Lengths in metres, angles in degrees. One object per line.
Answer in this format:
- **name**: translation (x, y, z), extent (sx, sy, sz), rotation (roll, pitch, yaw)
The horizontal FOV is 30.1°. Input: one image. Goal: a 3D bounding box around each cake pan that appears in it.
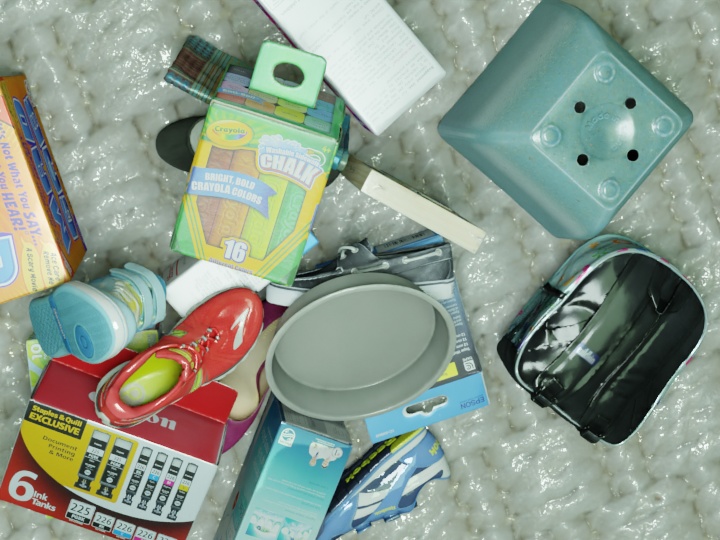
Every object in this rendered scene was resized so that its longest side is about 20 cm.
- **cake pan**: translation (-0.002, 0.076, 1.372), extent (0.199, 0.037, 0.201), rotation (-8, 135, -8)

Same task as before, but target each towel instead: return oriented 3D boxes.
- **towel**: translation (-0.099, -0.174, 1.372), extent (0.199, 0.147, 0.022), rotation (27, 112, -10)

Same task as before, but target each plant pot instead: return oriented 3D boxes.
- **plant pot**: translation (0.227, -0.152, 1.388), extent (0.196, 0.200, 0.197), rotation (40, 93, -11)

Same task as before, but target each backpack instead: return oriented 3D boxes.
- **backpack**: translation (0.268, 0.065, 1.454), extent (0.177, 0.151, 0.200), rotation (36, 101, -14)

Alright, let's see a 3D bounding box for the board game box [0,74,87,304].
- **board game box**: translation (-0.405, -0.067, 1.324), extent (0.199, 0.200, 0.201), rotation (-19, 101, -3)

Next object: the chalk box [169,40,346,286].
- **chalk box**: translation (-0.088, -0.110, 1.252), extent (0.124, 0.124, 0.201), rotation (16, 115, -4)

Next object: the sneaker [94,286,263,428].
- **sneaker**: translation (-0.168, 0.088, 1.305), extent (0.200, 0.085, 0.077), rotation (-39, 94, -18)

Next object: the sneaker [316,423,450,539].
- **sneaker**: translation (0.016, 0.255, 1.497), extent (0.200, 0.074, 0.082), rotation (-40, 106, 3)

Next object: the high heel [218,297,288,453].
- **high heel**: translation (-0.124, 0.117, 1.442), extent (0.067, 0.096, 0.201), rotation (20, 97, -10)

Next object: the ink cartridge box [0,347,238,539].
- **ink cartridge box**: translation (-0.246, 0.177, 1.366), extent (0.199, 0.084, 0.176), rotation (20, 115, -8)

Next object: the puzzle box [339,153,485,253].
- **puzzle box**: translation (0.049, -0.073, 1.379), extent (0.133, 0.200, 0.025), rotation (28, 95, -12)

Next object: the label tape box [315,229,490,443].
- **label tape box**: translation (0.047, 0.070, 1.473), extent (0.143, 0.066, 0.201), rotation (-18, 103, -2)

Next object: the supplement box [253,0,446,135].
- **supplement box**: translation (-0.016, -0.249, 1.390), extent (0.103, 0.101, 0.200), rotation (-43, 102, 2)

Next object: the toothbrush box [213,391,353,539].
- **toothbrush box**: translation (-0.088, 0.245, 1.444), extent (0.085, 0.146, 0.201), rotation (19, 98, -10)

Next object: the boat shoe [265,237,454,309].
- **boat shoe**: translation (0.000, 0.000, 1.387), extent (0.199, 0.072, 0.068), rotation (-4, 101, -6)

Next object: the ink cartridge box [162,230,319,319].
- **ink cartridge box**: translation (-0.145, 0.000, 1.409), extent (0.200, 0.116, 0.068), rotation (-39, 102, 0)

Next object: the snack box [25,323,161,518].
- **snack box**: translation (-0.280, 0.161, 1.453), extent (0.141, 0.053, 0.201), rotation (-5, 101, -4)

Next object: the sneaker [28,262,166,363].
- **sneaker**: translation (-0.228, 0.033, 1.277), extent (0.130, 0.200, 0.080), rotation (-20, 101, -30)

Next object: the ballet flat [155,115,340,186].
- **ballet flat**: translation (-0.116, -0.133, 1.409), extent (0.199, 0.068, 0.068), rotation (7, 74, -6)
